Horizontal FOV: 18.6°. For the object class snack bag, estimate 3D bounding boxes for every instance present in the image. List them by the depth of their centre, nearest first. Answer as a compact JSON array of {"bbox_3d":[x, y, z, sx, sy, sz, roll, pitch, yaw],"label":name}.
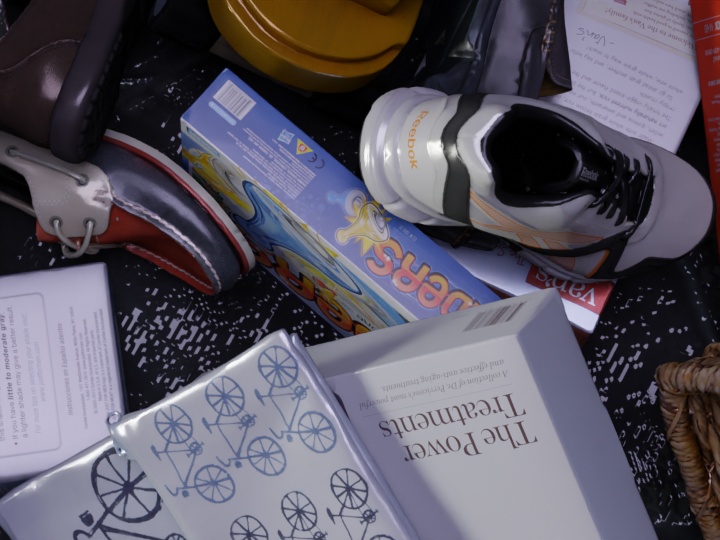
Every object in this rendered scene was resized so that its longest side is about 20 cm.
[{"bbox_3d":[-0.059,0.143,0.984,0.200,0.021,0.189,-28,96,29],"label":"snack bag"}]

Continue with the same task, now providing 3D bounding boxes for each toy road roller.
[{"bbox_3d":[-0.006,-0.178,1.055,0.123,0.146,0.201,25,65,-15],"label":"toy road roller"}]

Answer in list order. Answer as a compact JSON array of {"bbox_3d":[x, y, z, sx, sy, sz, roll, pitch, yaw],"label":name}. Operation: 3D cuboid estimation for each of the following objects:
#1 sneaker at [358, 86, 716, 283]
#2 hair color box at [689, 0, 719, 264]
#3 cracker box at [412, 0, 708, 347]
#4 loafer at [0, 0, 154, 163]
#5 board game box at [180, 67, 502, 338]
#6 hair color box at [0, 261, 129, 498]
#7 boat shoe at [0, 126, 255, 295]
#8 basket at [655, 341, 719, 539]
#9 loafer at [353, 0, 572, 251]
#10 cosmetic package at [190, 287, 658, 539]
[{"bbox_3d":[0.096,-0.035,0.988,0.200,0.080,0.074,9,86,-39],"label":"sneaker"},{"bbox_3d":[0.231,-0.042,1.067,0.111,0.064,0.201,-6,90,-17],"label":"hair color box"},{"bbox_3d":[0.092,-0.077,1.102,0.134,0.058,0.200,26,76,4],"label":"cracker box"},{"bbox_3d":[-0.137,-0.140,1.063,0.071,0.073,0.200,15,45,0],"label":"loafer"},{"bbox_3d":[0.000,0.000,1.040,0.200,0.135,0.034,40,77,7],"label":"board game box"},{"bbox_3d":[-0.213,0.063,1.054,0.199,0.061,0.099,-8,77,-5],"label":"hair color box"},{"bbox_3d":[-0.144,-0.041,1.072,0.200,0.071,0.063,32,63,10],"label":"boat shoe"},{"bbox_3d":[0.242,0.117,0.984,0.149,0.143,0.200,-24,120,-8],"label":"basket"},{"bbox_3d":[0.069,-0.104,1.051,0.072,0.073,0.200,30,81,-15],"label":"loafer"},{"bbox_3d":[0.023,0.103,0.979,0.200,0.052,0.151,-15,107,34],"label":"cosmetic package"}]
